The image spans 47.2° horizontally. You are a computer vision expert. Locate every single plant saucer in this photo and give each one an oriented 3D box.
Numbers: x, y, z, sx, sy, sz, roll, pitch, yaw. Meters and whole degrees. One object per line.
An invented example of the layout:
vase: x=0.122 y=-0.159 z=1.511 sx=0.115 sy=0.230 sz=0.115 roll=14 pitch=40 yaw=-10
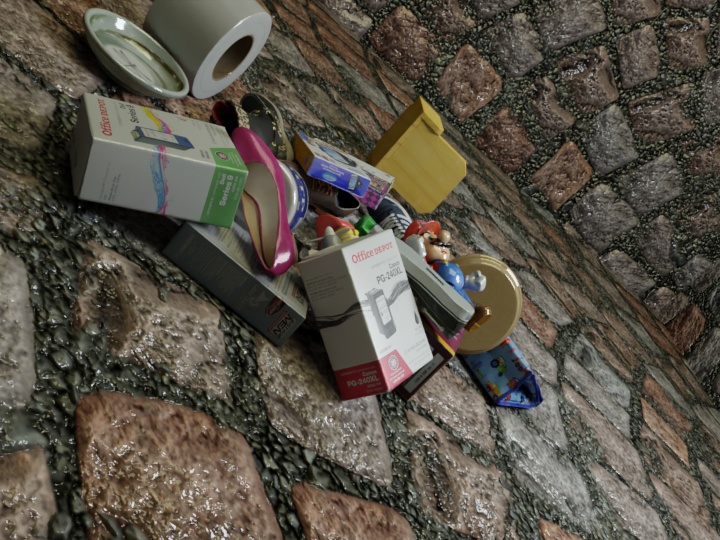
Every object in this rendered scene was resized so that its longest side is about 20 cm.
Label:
plant saucer: x=-0.373 y=-0.339 z=1.343 sx=0.199 sy=0.050 sz=0.201 roll=39 pitch=21 yaw=-17

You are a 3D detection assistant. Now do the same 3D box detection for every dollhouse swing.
dollhouse swing: x=0.146 y=-0.273 z=2.009 sx=0.175 sy=0.200 sz=0.183 roll=37 pitch=21 yaw=-18

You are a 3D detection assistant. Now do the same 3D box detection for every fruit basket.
fruit basket: x=0.036 y=-0.035 z=1.507 sx=0.185 sy=0.094 sz=0.200 roll=46 pitch=17 yaw=3

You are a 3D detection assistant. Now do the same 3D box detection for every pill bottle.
pill bottle: x=-0.139 y=-0.107 z=1.232 sx=0.120 sy=0.120 sz=0.200 roll=44 pitch=5 yaw=0

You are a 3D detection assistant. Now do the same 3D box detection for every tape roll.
tape roll: x=-0.276 y=-0.435 z=1.495 sx=0.139 sy=0.203 sz=0.202 roll=45 pitch=20 yaw=4

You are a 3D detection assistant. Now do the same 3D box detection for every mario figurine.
mario figurine: x=0.138 y=-0.008 z=1.312 sx=0.202 sy=0.105 sz=0.124 roll=59 pitch=-6 yaw=29

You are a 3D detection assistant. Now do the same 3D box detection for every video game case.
video game case: x=-0.034 y=-0.202 z=1.683 sx=0.197 sy=0.036 sz=0.182 roll=27 pitch=20 yaw=2

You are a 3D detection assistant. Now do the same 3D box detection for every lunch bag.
lunch bag: x=0.283 y=0.189 z=1.600 sx=0.152 sy=0.094 sz=0.200 roll=56 pitch=10 yaw=29

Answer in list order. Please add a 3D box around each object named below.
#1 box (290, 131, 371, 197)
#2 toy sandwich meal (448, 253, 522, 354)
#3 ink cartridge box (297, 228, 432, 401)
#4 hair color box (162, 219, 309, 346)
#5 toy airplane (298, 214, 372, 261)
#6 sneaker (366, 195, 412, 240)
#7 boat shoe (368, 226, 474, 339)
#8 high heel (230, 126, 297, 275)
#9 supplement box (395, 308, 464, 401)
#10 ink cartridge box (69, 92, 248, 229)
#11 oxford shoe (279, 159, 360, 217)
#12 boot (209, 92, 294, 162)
box: x=-0.056 y=-0.192 z=1.503 sx=0.117 sy=0.042 sz=0.200 roll=20 pitch=14 yaw=-24
toy sandwich meal: x=0.193 y=0.060 z=1.493 sx=0.204 sy=0.206 sz=0.070 roll=39 pitch=9 yaw=-15
ink cartridge box: x=0.010 y=0.057 z=1.152 sx=0.144 sy=0.082 sz=0.204 roll=-24 pitch=97 yaw=-56
hair color box: x=-0.160 y=0.000 z=1.103 sx=0.199 sy=0.061 sz=0.099 roll=40 pitch=21 yaw=-13
toy airplane: x=0.000 y=0.000 z=1.297 sx=0.199 sy=0.141 sz=0.201 roll=42 pitch=20 yaw=-10
sneaker: x=0.071 y=-0.074 z=1.677 sx=0.201 sy=0.070 sz=0.108 roll=52 pitch=19 yaw=10
boat shoe: x=0.077 y=0.018 z=1.223 sx=0.200 sy=0.064 sz=0.070 roll=45 pitch=17 yaw=15
high heel: x=-0.136 y=-0.092 z=1.081 sx=0.096 sy=0.066 sz=0.205 roll=-32 pitch=108 yaw=-79
supplement box: x=0.101 y=0.110 z=1.329 sx=0.086 sy=0.110 sz=0.200 roll=44 pitch=21 yaw=1
ink cartridge box: x=-0.258 y=-0.138 z=1.042 sx=0.196 sy=0.089 sz=0.146 roll=9 pitch=28 yaw=-28
oxford shoe: x=-0.080 y=-0.154 z=1.498 sx=0.198 sy=0.072 sz=0.073 roll=23 pitch=67 yaw=-46
boot: x=-0.209 y=-0.273 z=1.508 sx=0.149 sy=0.073 sz=0.203 roll=22 pitch=37 yaw=-52
